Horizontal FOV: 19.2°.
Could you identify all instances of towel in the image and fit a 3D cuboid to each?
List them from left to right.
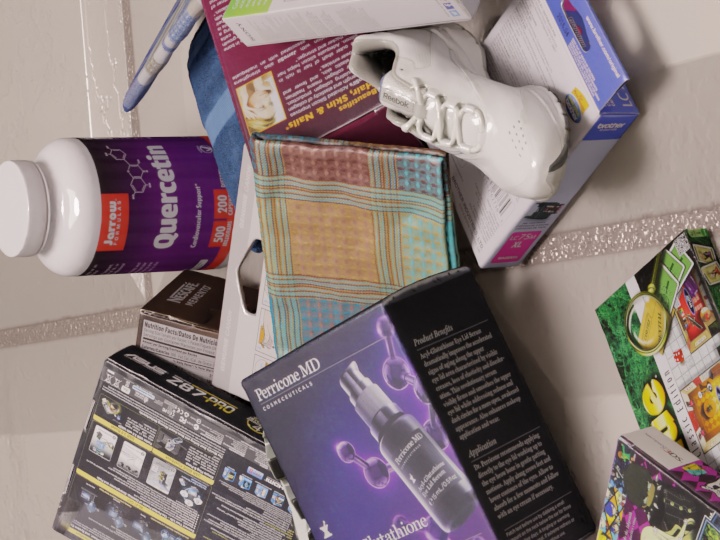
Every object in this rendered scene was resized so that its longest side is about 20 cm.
[{"bbox_3d":[-0.123,-0.225,1.702,0.200,0.024,0.147,-46,16,49],"label":"towel"},{"bbox_3d":[-0.087,-0.121,1.696,0.112,0.048,0.201,-48,54,44],"label":"towel"},{"bbox_3d":[0.000,0.000,1.462,0.146,0.022,0.201,6,126,18],"label":"towel"}]

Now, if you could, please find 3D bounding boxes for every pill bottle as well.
[{"bbox_3d":[-0.195,-0.053,1.736,0.112,0.199,0.113,8,100,57],"label":"pill bottle"}]

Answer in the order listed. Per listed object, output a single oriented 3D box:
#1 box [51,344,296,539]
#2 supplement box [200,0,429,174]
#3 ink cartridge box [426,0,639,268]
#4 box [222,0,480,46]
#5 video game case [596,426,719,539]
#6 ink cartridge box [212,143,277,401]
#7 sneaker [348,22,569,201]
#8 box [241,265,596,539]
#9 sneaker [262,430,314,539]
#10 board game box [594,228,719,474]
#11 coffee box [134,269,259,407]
[{"bbox_3d":[-0.128,0.173,1.643,0.199,0.049,0.162,26,111,15],"label":"box"},{"bbox_3d":[-0.037,-0.153,1.527,0.110,0.086,0.201,-26,57,12],"label":"supplement box"},{"bbox_3d":[0.115,-0.106,1.393,0.200,0.042,0.120,-57,46,47],"label":"ink cartridge box"},{"bbox_3d":[0.012,-0.223,1.431,0.199,0.036,0.145,0,55,39],"label":"box"},{"bbox_3d":[0.204,0.222,1.253,0.181,0.036,0.201,35,127,43],"label":"video game case"},{"bbox_3d":[-0.024,0.020,1.580,0.176,0.045,0.201,23,112,38],"label":"ink cartridge box"},{"bbox_3d":[0.061,-0.099,1.365,0.200,0.087,0.075,41,125,49],"label":"sneaker"},{"bbox_3d":[0.037,0.122,1.404,0.148,0.104,0.201,-32,83,39],"label":"box"},{"bbox_3d":[-0.017,0.170,1.536,0.089,0.074,0.201,-105,-1,-72],"label":"sneaker"},{"bbox_3d":[0.208,0.087,1.281,0.105,0.023,0.201,-50,52,50],"label":"board game box"},{"bbox_3d":[-0.138,0.115,1.725,0.079,0.113,0.201,14,109,11],"label":"coffee box"}]
